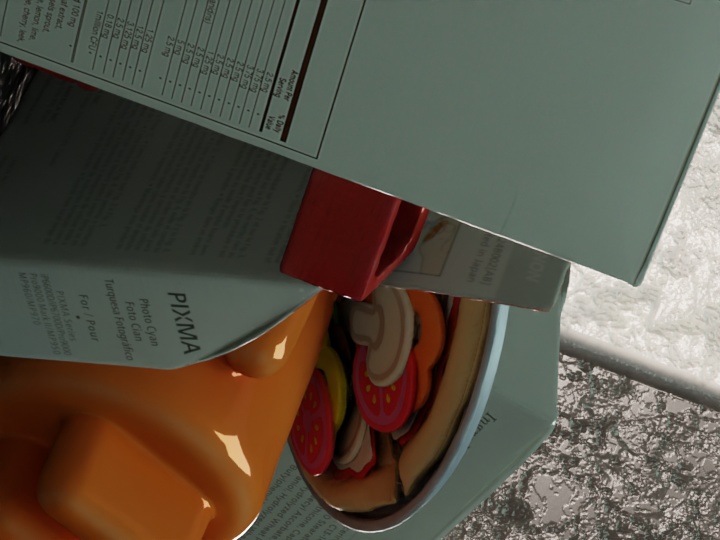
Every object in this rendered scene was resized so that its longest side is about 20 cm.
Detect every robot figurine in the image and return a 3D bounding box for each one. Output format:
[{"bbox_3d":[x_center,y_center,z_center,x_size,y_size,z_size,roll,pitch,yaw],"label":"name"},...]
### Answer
[{"bbox_3d":[-0.074,0.022,1.043,0.144,0.116,0.201,101,8,-56],"label":"robot figurine"}]

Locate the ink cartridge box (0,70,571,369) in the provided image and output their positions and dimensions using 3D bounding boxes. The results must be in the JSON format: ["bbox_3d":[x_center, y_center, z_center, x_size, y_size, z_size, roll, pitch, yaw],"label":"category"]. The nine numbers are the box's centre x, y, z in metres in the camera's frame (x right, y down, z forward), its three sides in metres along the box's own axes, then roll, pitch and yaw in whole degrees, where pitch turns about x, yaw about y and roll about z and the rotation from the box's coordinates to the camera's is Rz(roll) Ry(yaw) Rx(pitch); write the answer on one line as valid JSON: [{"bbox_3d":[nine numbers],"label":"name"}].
[{"bbox_3d":[-0.015,-0.035,0.905,0.160,0.199,0.047,-67,155,-44],"label":"ink cartridge box"}]

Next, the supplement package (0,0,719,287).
[{"bbox_3d":[0.014,-0.131,0.727,0.192,0.199,0.148,-65,174,-57],"label":"supplement package"}]

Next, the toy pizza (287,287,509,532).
[{"bbox_3d":[0.000,0.000,1.101,0.200,0.032,0.202,-22,-114,62],"label":"toy pizza"}]

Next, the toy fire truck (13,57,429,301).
[{"bbox_3d":[-0.028,-0.082,0.867,0.200,0.140,0.049,-66,176,-55],"label":"toy fire truck"}]

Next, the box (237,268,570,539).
[{"bbox_3d":[-0.008,0.030,1.340,0.200,0.130,0.200,-48,-157,37],"label":"box"}]
